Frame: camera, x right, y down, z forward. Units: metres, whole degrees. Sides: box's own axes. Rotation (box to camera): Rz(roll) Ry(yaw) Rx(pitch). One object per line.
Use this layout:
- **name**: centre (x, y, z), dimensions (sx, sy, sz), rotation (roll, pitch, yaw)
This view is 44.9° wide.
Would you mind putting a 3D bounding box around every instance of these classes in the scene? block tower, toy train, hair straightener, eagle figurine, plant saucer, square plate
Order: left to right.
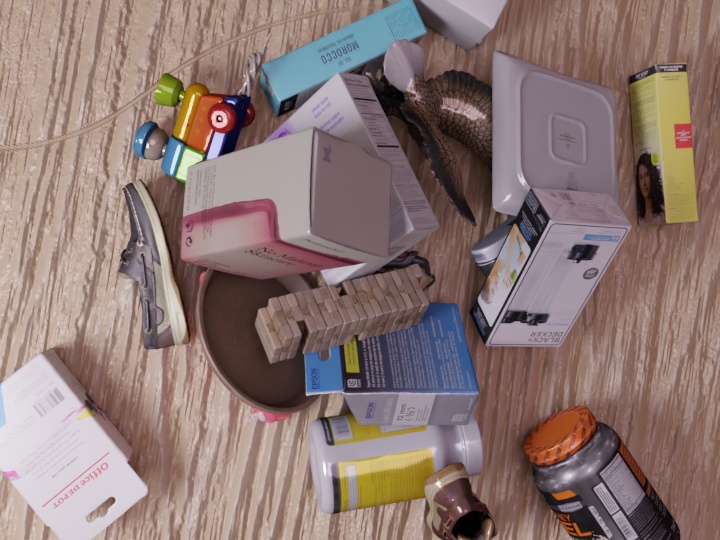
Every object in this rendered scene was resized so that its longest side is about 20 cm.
- **toy train**: centre (-0.184, -0.198, 1.006), dimensions (0.115, 0.085, 0.202), rotation (23, 108, 4)
- **plant saucer**: centre (-0.112, 0.070, 1.012), dimensions (0.199, 0.029, 0.202), rotation (26, 52, -37)
- **block tower**: centre (-0.016, 0.048, 0.993), dimensions (0.198, 0.054, 0.058), rotation (-14, 62, -23)
- **hair straightener**: centre (0.000, 0.000, 1.085), dimensions (0.198, 0.041, 0.078), rotation (12, 88, -14)
- **eagle figurine**: centre (0.094, -0.167, 1.042), dimensions (0.199, 0.151, 0.153), rotation (32, 103, 22)
- **square plate**: centre (0.244, -0.153, 1.051), dimensions (0.198, 0.028, 0.201), rotation (9, 75, -28)

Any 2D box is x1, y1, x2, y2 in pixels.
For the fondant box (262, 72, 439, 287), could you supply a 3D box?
- **fondant box**: centre (-0.015, -0.101, 1.001), dimensions (0.058, 0.144, 0.202), rotation (-7, 68, -51)

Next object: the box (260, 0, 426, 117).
- **box**: centre (-0.023, -0.257, 1.055), dimensions (0.198, 0.082, 0.050), rotation (-27, 91, -9)

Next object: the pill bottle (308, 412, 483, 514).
- **pill bottle**: centre (0.041, 0.221, 1.049), dimensions (0.197, 0.112, 0.114), rotation (-7, 91, -10)

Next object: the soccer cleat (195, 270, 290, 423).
- **soccer cleat**: centre (-0.132, 0.087, 1.050), dimensions (0.076, 0.067, 0.202), rotation (-27, 93, -29)

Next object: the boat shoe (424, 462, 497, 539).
- **boat shoe**: centre (0.123, 0.299, 1.028), dimensions (0.072, 0.201, 0.072), rotation (-27, 53, -9)

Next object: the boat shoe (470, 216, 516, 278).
- **boat shoe**: centre (0.235, -0.050, 1.104), dimensions (0.198, 0.073, 0.069), rotation (-35, 104, -15)

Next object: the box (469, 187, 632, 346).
- **box**: centre (0.222, 0.002, 1.040), dimensions (0.115, 0.060, 0.201), rotation (3, 132, -23)

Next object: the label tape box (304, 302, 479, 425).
- **label tape box**: centre (0.029, 0.108, 1.033), dimensions (0.197, 0.144, 0.067), rotation (1, 134, -8)

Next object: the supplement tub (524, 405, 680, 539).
- **supplement tub**: centre (0.297, 0.278, 1.089), dimensions (0.122, 0.122, 0.201), rotation (-36, 95, -8)

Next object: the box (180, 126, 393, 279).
- **box**: centre (-0.080, -0.063, 0.926), dimensions (0.127, 0.198, 0.110), rotation (16, 72, -47)

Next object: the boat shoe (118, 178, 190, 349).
- **boat shoe**: centre (-0.251, -0.004, 1.018), dimensions (0.064, 0.073, 0.202), rotation (-16, 93, -15)

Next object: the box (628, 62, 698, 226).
- **box**: centre (0.393, -0.161, 1.132), dimensions (0.049, 0.075, 0.203), rotation (-4, 89, -11)

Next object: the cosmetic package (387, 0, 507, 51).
- **cosmetic package**: centre (0.081, -0.363, 1.061), dimensions (0.198, 0.108, 0.086), rotation (28, 84, -10)

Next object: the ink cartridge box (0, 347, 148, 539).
- **ink cartridge box**: centre (-0.344, 0.205, 1.003), dimensions (0.115, 0.068, 0.201), rotation (-38, 95, -8)
